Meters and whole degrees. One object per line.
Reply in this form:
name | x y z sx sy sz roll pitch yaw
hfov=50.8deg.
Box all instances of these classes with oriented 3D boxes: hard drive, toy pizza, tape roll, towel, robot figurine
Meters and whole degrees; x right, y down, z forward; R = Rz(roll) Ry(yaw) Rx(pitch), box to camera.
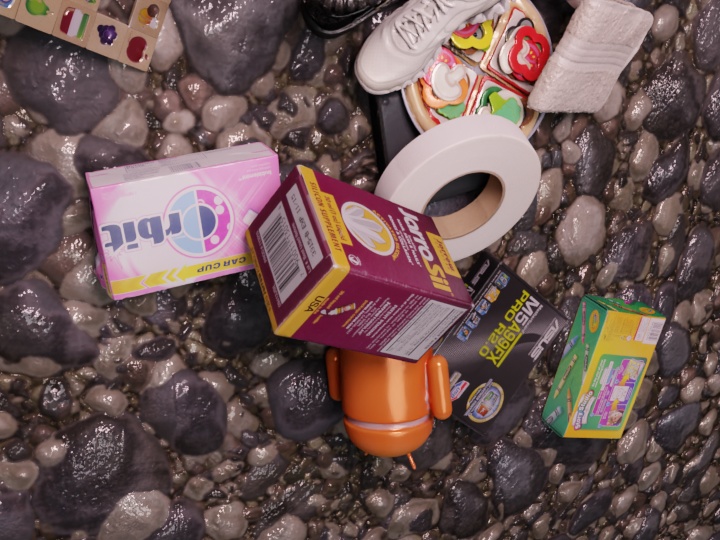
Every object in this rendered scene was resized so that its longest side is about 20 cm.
hard drive | 0.110 -0.159 0.887 0.196 0.033 0.143 -18 117 -18
toy pizza | 0.135 -0.222 0.838 0.195 0.032 0.206 -3 99 -20
tape roll | 0.109 -0.085 0.860 0.198 0.037 0.205 -16 143 -12
towel | 0.265 -0.239 0.858 0.198 0.034 0.134 -18 141 -51
robot figurine | 0.031 0.132 0.910 0.140 0.117 0.205 -3 98 -6

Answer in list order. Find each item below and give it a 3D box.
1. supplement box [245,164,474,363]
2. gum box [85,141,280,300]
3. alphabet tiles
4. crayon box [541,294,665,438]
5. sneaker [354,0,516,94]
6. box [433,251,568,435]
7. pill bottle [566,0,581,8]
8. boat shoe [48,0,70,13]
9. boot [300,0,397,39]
supplement box | 0.000 0.000 0.762 0.197 0.133 0.103 16 129 -42
gum box | -0.179 -0.053 0.775 0.196 0.066 0.116 -13 115 -20
alphabet tiles | -0.223 -0.297 0.658 0.165 0.007 0.204 11 106 -50
crayon box | 0.354 0.144 1.108 0.116 0.058 0.204 7 107 -27
sneaker | 0.073 -0.258 0.765 0.199 0.081 0.076 -38 86 6
box | 0.165 0.100 1.011 0.159 0.044 0.202 35 93 -31
pill bottle | 0.200 -0.372 0.796 0.198 0.111 0.112 33 95 -33
boat shoe | -0.321 -0.283 0.618 0.072 0.068 0.200 -47 125 -2
boot | 0.031 -0.301 0.710 0.210 0.158 0.080 -42 98 -3
